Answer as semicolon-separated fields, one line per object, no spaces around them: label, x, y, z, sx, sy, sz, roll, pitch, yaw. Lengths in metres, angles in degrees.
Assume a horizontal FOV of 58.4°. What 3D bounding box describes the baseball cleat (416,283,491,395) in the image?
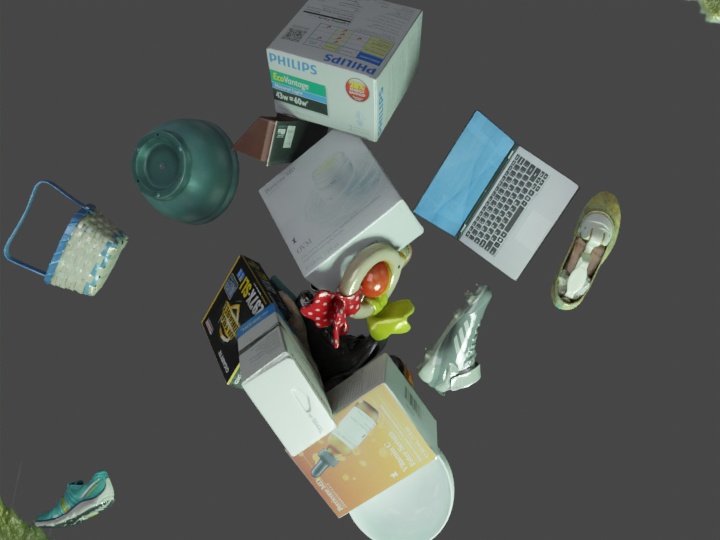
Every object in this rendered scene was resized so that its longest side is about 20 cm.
baseball cleat;0.182;0.124;1.104;0.106;0.070;0.202;37;111;6

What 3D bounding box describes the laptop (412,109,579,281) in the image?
laptop;0.223;-0.116;1.049;0.198;0.116;0.190;36;102;13

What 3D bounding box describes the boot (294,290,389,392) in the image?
boot;-0.057;0.110;1.157;0.199;0.069;0.176;-41;78;31

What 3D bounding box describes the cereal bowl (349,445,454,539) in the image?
cereal bowl;0.071;0.371;1.131;0.194;0.083;0.207;1;92;16

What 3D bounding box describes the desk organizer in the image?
desk organizer;-0.133;-0.233;1.108;0.075;0.199;0.074;22;110;17

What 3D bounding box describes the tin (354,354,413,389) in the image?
tin;0.009;0.233;1.136;0.198;0.113;0.042;-38;120;16

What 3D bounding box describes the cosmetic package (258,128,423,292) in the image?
cosmetic package;-0.035;-0.102;1.083;0.198;0.123;0.202;-37;59;7

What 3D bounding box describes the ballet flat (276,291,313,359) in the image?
ballet flat;-0.123;0.138;1.139;0.067;0.066;0.205;-25;86;44

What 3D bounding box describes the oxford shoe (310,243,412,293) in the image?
oxford shoe;0.000;0.000;1.143;0.196;0.075;0.072;-28;84;16

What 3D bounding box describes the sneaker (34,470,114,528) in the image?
sneaker;-0.601;0.489;1.361;0.196;0.077;0.081;-28;65;11

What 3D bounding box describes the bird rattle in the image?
bird rattle;0.001;0.030;1.036;0.112;0.197;0.167;35;106;42

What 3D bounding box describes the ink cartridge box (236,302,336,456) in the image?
ink cartridge box;-0.119;0.161;0.995;0.083;0.200;0.148;-31;111;-1

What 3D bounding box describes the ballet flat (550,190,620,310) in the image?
ballet flat;0.364;-0.030;1.034;0.069;0.071;0.205;25;99;14

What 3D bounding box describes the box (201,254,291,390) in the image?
box;-0.212;0.088;1.169;0.162;0.049;0.200;-56;37;11

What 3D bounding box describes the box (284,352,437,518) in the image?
box;0.004;0.263;1.029;0.198;0.107;0.154;-35;101;14

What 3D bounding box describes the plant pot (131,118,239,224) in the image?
plant pot;-0.344;-0.192;1.213;0.194;0.134;0.207;1;92;16

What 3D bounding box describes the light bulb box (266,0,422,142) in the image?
light bulb box;-0.022;-0.344;1.061;0.193;0.126;0.203;19;55;16

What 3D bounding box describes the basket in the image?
basket;-0.583;-0.054;1.278;0.197;0.140;0.178;31;102;-18

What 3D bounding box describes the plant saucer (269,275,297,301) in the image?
plant saucer;-0.204;0.108;1.241;0.070;0.019;0.201;41;102;11
